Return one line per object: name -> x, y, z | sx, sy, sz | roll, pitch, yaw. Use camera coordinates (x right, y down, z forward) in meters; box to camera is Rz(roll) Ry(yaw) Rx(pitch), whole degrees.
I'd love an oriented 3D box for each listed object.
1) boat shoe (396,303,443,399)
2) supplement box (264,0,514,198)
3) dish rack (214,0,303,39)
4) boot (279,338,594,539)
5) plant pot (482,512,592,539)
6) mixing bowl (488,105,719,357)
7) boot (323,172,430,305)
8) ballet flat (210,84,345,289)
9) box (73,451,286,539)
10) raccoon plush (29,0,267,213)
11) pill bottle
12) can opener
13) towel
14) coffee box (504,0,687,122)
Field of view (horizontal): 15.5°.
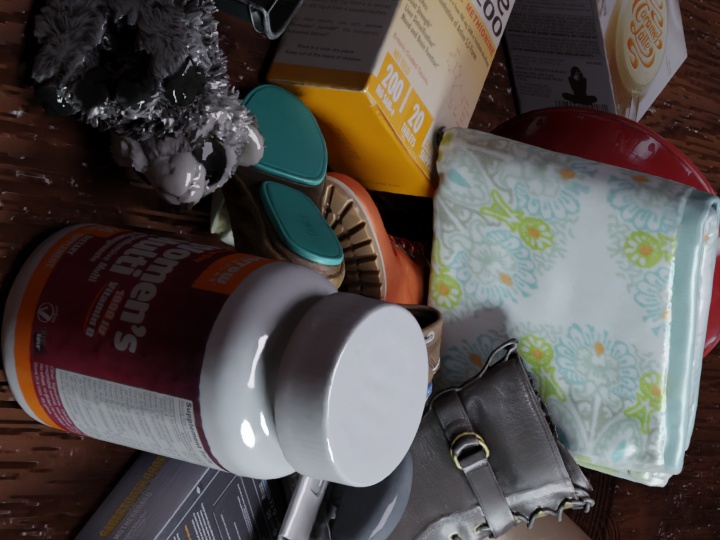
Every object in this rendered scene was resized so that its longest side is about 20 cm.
boat shoe -> -0.038, 0.039, 1.480 | 0.200, 0.072, 0.072 | 2, 119, -43
supplement box -> 0.030, -0.161, 1.588 | 0.126, 0.074, 0.200 | 51, 53, -53
dish rack -> -0.047, -0.243, 1.423 | 0.200, 0.055, 0.153 | 83, 29, -50
boot -> 0.055, 0.158, 1.568 | 0.069, 0.174, 0.200 | -94, 166, -83
plant pot -> 0.084, 0.210, 1.687 | 0.175, 0.200, 0.200 | 59, 45, -25
mixing bowl -> 0.125, 0.008, 1.663 | 0.108, 0.200, 0.200 | -44, 133, -52
boot -> 0.000, 0.000, 1.589 | 0.200, 0.075, 0.107 | 78, 31, -44
ballet flat -> -0.051, -0.028, 1.450 | 0.068, 0.200, 0.072 | 19, 117, -23
box -> -0.093, 0.196, 1.490 | 0.158, 0.048, 0.200 | -53, 139, -40
raccoon plush -> -0.092, -0.132, 1.377 | 0.134, 0.097, 0.200 | 34, 67, -66
pill bottle -> -0.073, 0.044, 1.328 | 0.110, 0.200, 0.110 | -22, 117, -53
can opener -> -0.034, 0.177, 1.481 | 0.200, 0.066, 0.053 | -67, 149, -17
towel -> 0.121, 0.024, 1.574 | 0.048, 0.171, 0.200 | -48, 147, -55
coffee box -> 0.150, -0.202, 1.781 | 0.114, 0.080, 0.200 | -51, 138, -42
